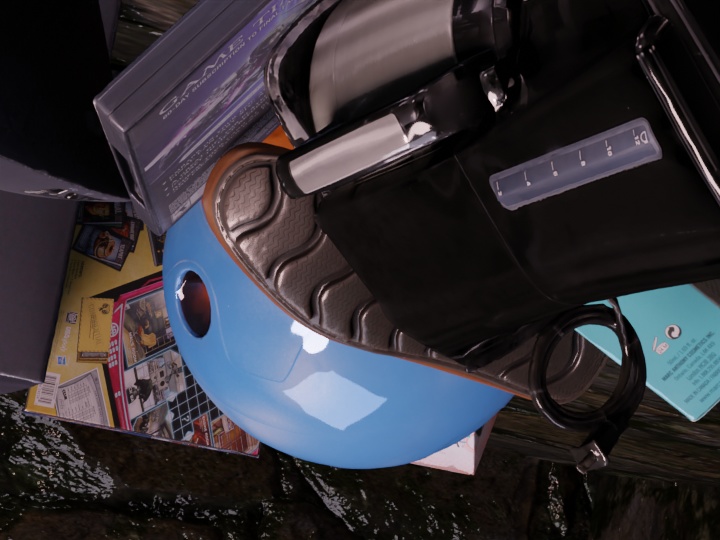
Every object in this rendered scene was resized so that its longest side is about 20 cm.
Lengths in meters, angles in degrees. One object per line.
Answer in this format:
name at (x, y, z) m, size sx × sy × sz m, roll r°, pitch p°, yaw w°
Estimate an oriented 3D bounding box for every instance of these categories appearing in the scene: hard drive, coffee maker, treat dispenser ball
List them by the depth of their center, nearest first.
coffee maker at (0.091, -0.041, 0.561) m, size 0.192 × 0.135 × 0.200 m, roll 40°, pitch 155°, yaw -18°
hard drive at (-0.160, -0.100, 0.672) m, size 0.042 × 0.135 × 0.200 m, roll -18°, pitch 162°, yaw 19°
treat dispenser ball at (0.000, 0.000, 0.895) m, size 0.200 × 0.201 × 0.201 m, roll 11°, pitch 171°, yaw 2°

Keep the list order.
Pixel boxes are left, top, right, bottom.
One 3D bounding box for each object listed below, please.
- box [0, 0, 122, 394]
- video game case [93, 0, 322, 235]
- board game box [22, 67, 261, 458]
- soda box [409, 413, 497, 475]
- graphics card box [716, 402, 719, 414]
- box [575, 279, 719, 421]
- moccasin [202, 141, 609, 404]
box at (-0.213, -0.041, 0.910) m, size 0.117 × 0.197 × 0.200 m, roll 13°, pitch 171°, yaw -16°
video game case at (-0.035, -0.083, 0.667) m, size 0.019 × 0.143 × 0.200 m, roll 45°, pitch 172°, yaw 5°
board game box at (-0.106, -0.004, 1.006) m, size 0.135 × 0.200 × 0.035 m, roll 13°, pitch 171°, yaw -10°
soda box at (0.068, 0.039, 1.127) m, size 0.063 × 0.200 × 0.069 m, roll 8°, pitch 126°, yaw 15°
graphics card box at (0.265, 0.015, 0.820) m, size 0.125 × 0.051 × 0.200 m, roll -9°, pitch 157°, yaw -29°
box at (0.079, -0.026, 0.740) m, size 0.200 × 0.049 × 0.082 m, roll 37°, pitch -158°, yaw -13°
moccasin at (0.020, -0.006, 0.756) m, size 0.201 × 0.074 × 0.078 m, roll 17°, pitch -158°, yaw -29°
